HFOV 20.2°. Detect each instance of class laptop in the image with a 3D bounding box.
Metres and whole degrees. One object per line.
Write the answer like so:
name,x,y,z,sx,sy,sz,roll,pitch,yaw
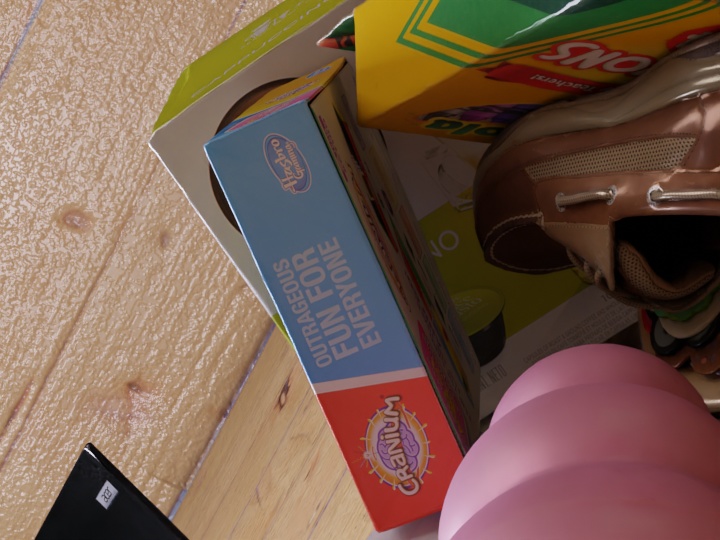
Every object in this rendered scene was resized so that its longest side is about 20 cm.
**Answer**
laptop,-0.030,0.141,0.885,0.177,0.200,0.103,127,135,-61

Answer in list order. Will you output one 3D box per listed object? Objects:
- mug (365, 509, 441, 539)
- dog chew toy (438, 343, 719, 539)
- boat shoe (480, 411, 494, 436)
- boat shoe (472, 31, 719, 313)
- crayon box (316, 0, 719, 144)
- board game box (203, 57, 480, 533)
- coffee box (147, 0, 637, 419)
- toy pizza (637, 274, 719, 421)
mug,0.020,0.166,0.727,0.186,0.149,0.153,-28,23,47
dog chew toy,0.076,0.093,0.624,0.125,0.124,0.200,-59,11,27
boat shoe,0.080,0.073,1.012,0.065,0.075,0.202,-27,5,1
boat shoe,0.098,-0.023,0.719,0.200,0.076,0.072,150,127,-63
crayon box,0.083,-0.085,0.734,0.200,0.127,0.051,-23,66,60
board game box,0.000,0.000,0.789,0.040,0.153,0.200,-23,7,7
coffee box,0.037,-0.058,0.985,0.200,0.198,0.200,-33,12,8
toy pizza,0.157,-0.037,0.736,0.200,0.032,0.200,-48,29,38
